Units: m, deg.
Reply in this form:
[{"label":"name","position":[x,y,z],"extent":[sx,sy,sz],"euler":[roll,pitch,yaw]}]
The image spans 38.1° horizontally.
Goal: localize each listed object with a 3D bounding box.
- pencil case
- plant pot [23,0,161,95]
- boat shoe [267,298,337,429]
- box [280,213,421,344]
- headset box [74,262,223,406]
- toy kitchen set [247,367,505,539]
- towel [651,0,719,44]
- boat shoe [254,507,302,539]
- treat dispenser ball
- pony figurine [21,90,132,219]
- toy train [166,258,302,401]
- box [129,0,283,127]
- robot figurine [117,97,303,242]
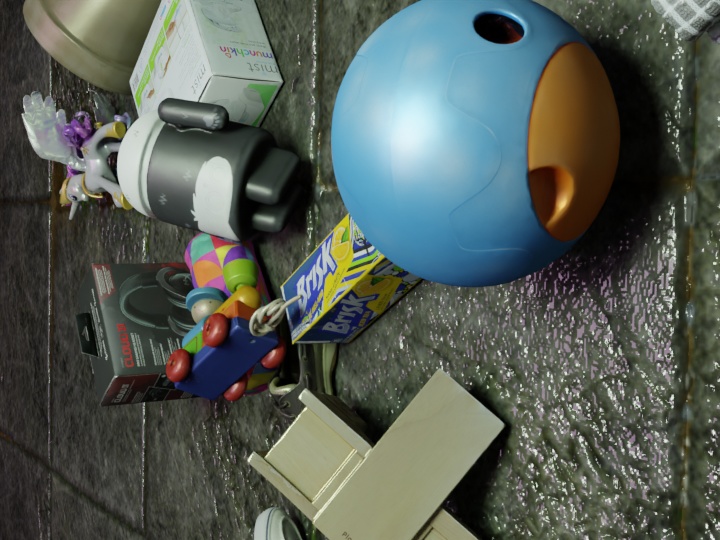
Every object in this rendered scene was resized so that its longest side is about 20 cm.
[{"label":"pencil case","position":[-0.135,0.045,1.177],"extent":[0.089,0.088,0.201],"euler":[-57,47,41]},{"label":"plant pot","position":[-0.314,-0.363,1.380],"extent":[0.174,0.199,0.201],"euler":[-46,51,26]},{"label":"boat shoe","position":[-0.065,0.122,1.079],"extent":[0.073,0.064,0.202],"euler":[5,94,58]},{"label":"box","position":[0.000,0.000,0.969],"extent":[0.200,0.069,0.065],"euler":[-45,52,48]},{"label":"headset box","position":[-0.234,0.071,1.222],"extent":[0.077,0.198,0.150],"euler":[-51,49,45]},{"label":"toy kitchen set","position":[0.041,0.171,0.926],"extent":[0.200,0.180,0.163],"euler":[40,88,11]},{"label":"towel","position":[0.216,-0.258,0.608],"extent":[0.166,0.085,0.202],"euler":[-47,52,47]},{"label":"boat shoe","position":[-0.052,0.330,1.073],"extent":[0.070,0.071,0.201],"euler":[-34,54,21]},{"label":"treat dispenser ball","position":[0.078,-0.090,0.723],"extent":[0.200,0.199,0.203],"euler":[2,92,57]},{"label":"pony figurine","position":[-0.397,-0.174,1.547],"extent":[0.199,0.166,0.195],"euler":[1,99,42]},{"label":"toy train","position":[-0.115,0.035,1.043],"extent":[0.200,0.084,0.117],"euler":[-42,39,35]},{"label":"box","position":[-0.192,-0.225,1.245],"extent":[0.200,0.096,0.178],"euler":[-53,49,44]},{"label":"robot figurine","position":[-0.162,-0.104,1.120],"extent":[0.198,0.125,0.152],"euler":[14,100,16]}]
